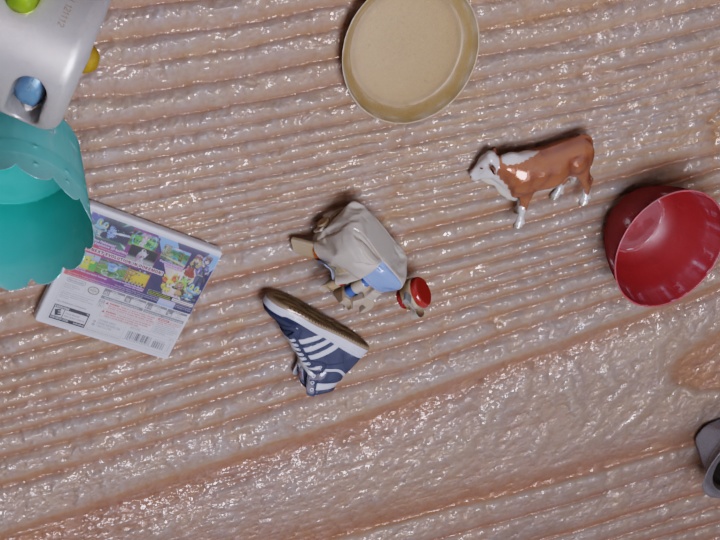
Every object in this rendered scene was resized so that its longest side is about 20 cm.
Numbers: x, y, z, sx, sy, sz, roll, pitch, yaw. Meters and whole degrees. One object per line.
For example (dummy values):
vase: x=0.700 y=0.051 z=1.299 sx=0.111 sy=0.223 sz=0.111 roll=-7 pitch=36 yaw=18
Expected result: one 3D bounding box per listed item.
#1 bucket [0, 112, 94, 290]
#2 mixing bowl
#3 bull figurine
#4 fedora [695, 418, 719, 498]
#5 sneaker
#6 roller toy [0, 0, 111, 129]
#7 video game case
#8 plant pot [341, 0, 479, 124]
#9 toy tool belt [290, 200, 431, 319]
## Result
bucket: x=-0.414 y=-0.091 z=1.260 sx=0.204 sy=0.136 sz=0.208 roll=-8 pitch=140 yaw=-7
mixing bowl: x=0.457 y=-0.055 z=1.695 sx=0.198 sy=0.109 sz=0.202 roll=-11 pitch=121 yaw=-18
bull figurine: x=0.258 y=-0.137 z=1.592 sx=0.198 sy=0.065 sz=0.123 roll=-16 pitch=127 yaw=-11
fedora: x=0.697 y=0.338 z=2.034 sx=0.198 sy=0.090 sz=0.178 roll=10 pitch=116 yaw=-34
sneaker: x=-0.086 y=0.113 z=1.587 sx=0.199 sy=0.070 sz=0.109 roll=31 pitch=101 yaw=-36
roller toy: x=-0.353 y=-0.257 z=1.183 sx=0.139 sy=0.200 sz=0.184 roll=23 pitch=105 yaw=-18
video game case: x=-0.314 y=0.017 z=1.465 sx=0.198 sy=0.023 sz=0.183 roll=21 pitch=109 yaw=-30
plant pot: x=0.064 y=-0.295 z=1.441 sx=0.198 sy=0.028 sz=0.202 roll=-10 pitch=121 yaw=-17
toy tool belt: x=0.000 y=0.000 z=1.546 sx=0.122 sy=0.126 sz=0.200 roll=-22 pitch=128 yaw=30
